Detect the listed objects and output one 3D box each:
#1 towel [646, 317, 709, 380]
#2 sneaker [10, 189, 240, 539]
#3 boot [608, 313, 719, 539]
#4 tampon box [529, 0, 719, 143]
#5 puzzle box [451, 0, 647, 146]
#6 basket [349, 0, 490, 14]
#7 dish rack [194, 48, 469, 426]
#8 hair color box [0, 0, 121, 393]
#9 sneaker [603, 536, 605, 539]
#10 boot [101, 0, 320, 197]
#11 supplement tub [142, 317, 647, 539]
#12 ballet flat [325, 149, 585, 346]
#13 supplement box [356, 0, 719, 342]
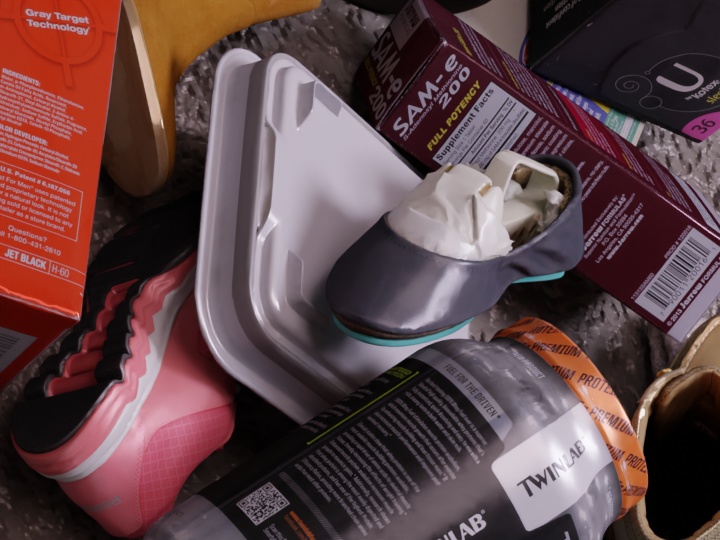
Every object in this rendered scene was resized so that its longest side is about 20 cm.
[{"bbox_3d":[0.221,0.119,1.242,0.132,0.034,0.201,11,60,-32],"label":"towel"},{"bbox_3d":[-0.086,0.040,1.052,0.087,0.073,0.201,56,41,-27],"label":"sneaker"},{"bbox_3d":[0.168,0.078,1.127,0.072,0.156,0.201,21,62,13],"label":"boot"},{"bbox_3d":[0.185,-0.204,1.281,0.126,0.150,0.201,20,56,-25],"label":"tampon box"},{"bbox_3d":[0.118,-0.148,1.320,0.133,0.025,0.201,38,49,-14],"label":"puzzle box"},{"bbox_3d":[0.036,-0.250,1.242,0.135,0.181,0.201,2,66,12],"label":"basket"},{"bbox_3d":[0.000,0.000,1.089,0.200,0.043,0.173,39,45,-44],"label":"dish rack"},{"bbox_3d":[-0.157,-0.054,1.016,0.061,0.101,0.201,19,56,-26],"label":"hair color box"},{"bbox_3d":[0.066,0.137,1.081,0.078,0.090,0.201,36,51,-15],"label":"sneaker"},{"bbox_3d":[-0.076,-0.129,1.137,0.143,0.071,0.202,-2,63,-36],"label":"boot"},{"bbox_3d":[0.017,0.111,0.993,0.199,0.123,0.123,-32,86,-16],"label":"supplement tub"},{"bbox_3d":[0.049,-0.020,1.057,0.200,0.073,0.073,-19,77,-58],"label":"ballet flat"},{"bbox_3d":[0.096,-0.055,1.197,0.199,0.061,0.109,35,13,-16],"label":"supplement box"}]
